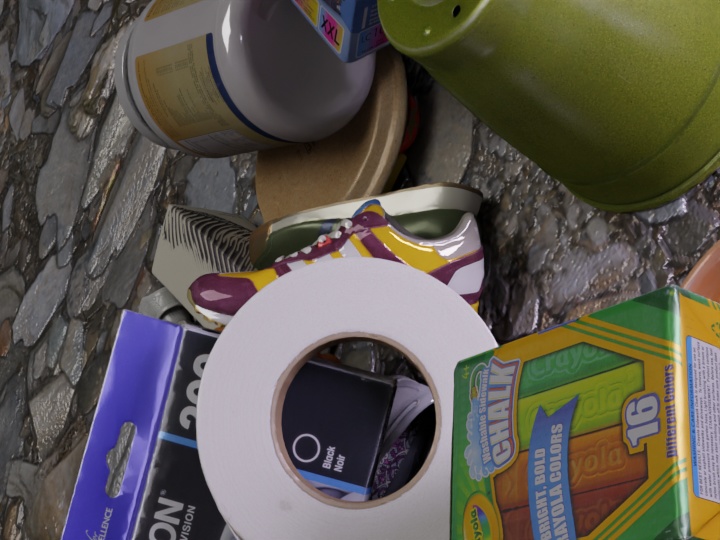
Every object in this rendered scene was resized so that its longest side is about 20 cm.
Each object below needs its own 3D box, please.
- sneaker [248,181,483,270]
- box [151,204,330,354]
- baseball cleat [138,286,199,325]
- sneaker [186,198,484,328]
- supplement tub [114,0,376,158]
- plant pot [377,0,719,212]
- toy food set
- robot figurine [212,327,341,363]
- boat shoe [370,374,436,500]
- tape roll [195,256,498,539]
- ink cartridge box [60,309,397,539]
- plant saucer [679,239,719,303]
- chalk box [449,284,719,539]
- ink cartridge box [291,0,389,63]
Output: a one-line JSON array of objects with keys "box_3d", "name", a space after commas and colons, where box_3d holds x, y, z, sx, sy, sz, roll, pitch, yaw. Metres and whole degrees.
[{"box_3d": [0.000, 0.000, 1.019, 0.198, 0.067, 0.091, -12, 71, 31], "name": "sneaker"}, {"box_3d": [-0.098, 0.013, 1.156, 0.200, 0.081, 0.069, 36, 113, 52], "name": "box"}, {"box_3d": [-0.150, 0.070, 1.198, 0.199, 0.069, 0.108, 9, 108, 54], "name": "baseball cleat"}, {"box_3d": [-0.016, -0.004, 0.933, 0.075, 0.197, 0.091, -112, 24, -79], "name": "sneaker"}, {"box_3d": [-0.096, -0.166, 1.103, 0.199, 0.143, 0.146, -2, 73, 53], "name": "supplement tub"}, {"box_3d": [0.119, -0.161, 0.850, 0.200, 0.191, 0.203, -28, 53, 44], "name": "plant pot"}, {"box_3d": [-0.022, -0.102, 1.140, 0.200, 0.048, 0.200, 43, 110, 52], "name": "toy food set"}, {"box_3d": [-0.073, 0.123, 1.002, 0.117, 0.142, 0.202, -115, 15, -69], "name": "robot figurine"}, {"box_3d": [0.002, 0.168, 0.951, 0.068, 0.072, 0.201, 9, 61, 55], "name": "boat shoe"}, {"box_3d": [-0.003, 0.094, 0.866, 0.037, 0.200, 0.205, 63, -138, -83], "name": "tape roll"}, {"box_3d": [-0.094, 0.143, 0.908, 0.043, 0.197, 0.201, 40, -116, -82], "name": "ink cartridge box"}, {"box_3d": [0.236, 0.061, 0.727, 0.199, 0.037, 0.203, -28, 53, 45], "name": "plant saucer"}, {"box_3d": [0.125, 0.105, 0.720, 0.199, 0.123, 0.126, -26, 55, 45], "name": "chalk box"}, {"box_3d": [-0.010, -0.255, 0.915, 0.137, 0.076, 0.201, 51, 156, 19], "name": "ink cartridge box"}]
